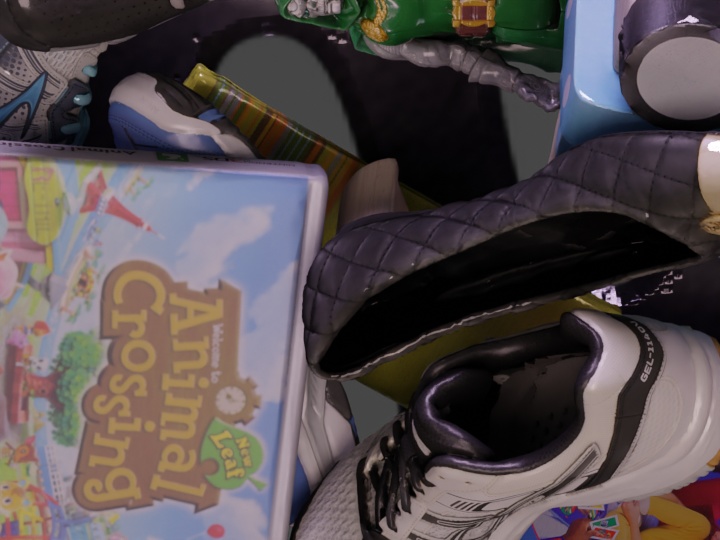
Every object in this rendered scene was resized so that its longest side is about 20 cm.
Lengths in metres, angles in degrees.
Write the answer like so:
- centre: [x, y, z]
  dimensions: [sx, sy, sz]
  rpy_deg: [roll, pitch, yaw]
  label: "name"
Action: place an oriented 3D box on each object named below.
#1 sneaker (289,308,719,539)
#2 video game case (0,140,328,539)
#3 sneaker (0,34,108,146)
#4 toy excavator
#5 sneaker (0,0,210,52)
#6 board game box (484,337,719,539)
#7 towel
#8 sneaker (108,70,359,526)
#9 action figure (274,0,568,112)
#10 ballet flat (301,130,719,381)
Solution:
- centre: [0.036, 0.061, 1.014]
  dimensions: [0.199, 0.076, 0.087]
  rpy_deg: [-31, 146, 33]
  label: "sneaker"
- centre: [-0.111, 0.052, 1.028]
  dimensions: [0.181, 0.022, 0.201]
  rpy_deg: [4, 109, -10]
  label: "video game case"
- centre: [-0.127, -0.077, 1.059]
  dimensions: [0.200, 0.078, 0.086]
  rpy_deg: [-37, 114, 25]
  label: "sneaker"
- centre: [0.097, -0.044, 1.008]
  dimensions: [0.193, 0.100, 0.201]
  rpy_deg: [10, 134, -4]
  label: "toy excavator"
- centre: [-0.027, -0.129, 0.957]
  dimensions: [0.199, 0.115, 0.075]
  rpy_deg: [-31, 117, -30]
  label: "sneaker"
- centre: [0.110, 0.131, 1.072]
  dimensions: [0.133, 0.201, 0.045]
  rpy_deg: [5, 156, -12]
  label: "board game box"
- centre: [0.000, 0.000, 1.117]
  dimensions: [0.199, 0.018, 0.086]
  rpy_deg: [29, 115, -12]
  label: "towel"
- centre: [-0.059, 0.021, 1.065]
  dimensions: [0.077, 0.076, 0.201]
  rpy_deg: [-29, 115, -23]
  label: "sneaker"
- centre: [0.066, -0.103, 1.049]
  dimensions: [0.198, 0.055, 0.119]
  rpy_deg: [1, 128, 6]
  label: "action figure"
- centre: [0.065, -0.003, 0.959]
  dimensions: [0.199, 0.057, 0.066]
  rpy_deg: [-17, 140, 35]
  label: "ballet flat"
